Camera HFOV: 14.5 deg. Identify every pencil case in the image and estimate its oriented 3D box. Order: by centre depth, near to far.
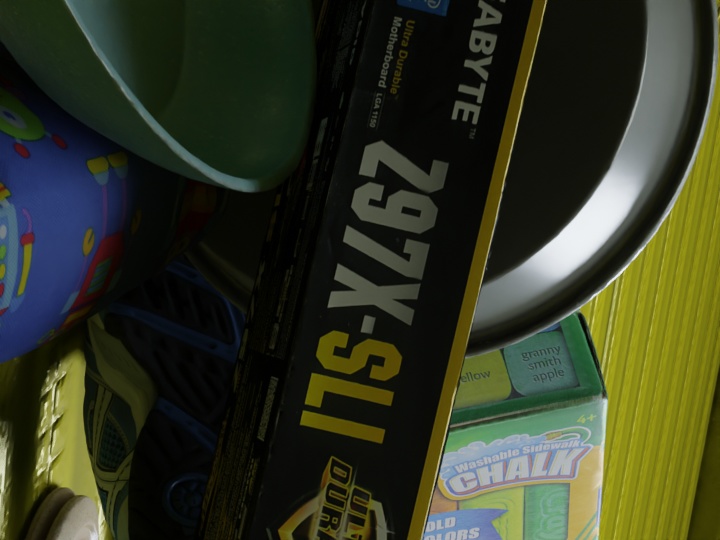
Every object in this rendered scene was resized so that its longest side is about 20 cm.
[{"bbox_3d":[-0.102,-0.021,0.732,0.078,0.087,0.200,-54,173,20],"label":"pencil case"}]

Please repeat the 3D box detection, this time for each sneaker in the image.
[{"bbox_3d":[-0.048,0.068,0.924,0.077,0.076,0.200,102,-20,-48],"label":"sneaker"}]

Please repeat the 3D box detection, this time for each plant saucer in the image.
[{"bbox_3d":[-0.070,-0.111,0.722,0.200,0.036,0.200,-18,90,-72],"label":"plant saucer"}]

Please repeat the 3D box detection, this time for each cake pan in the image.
[{"bbox_3d":[0.012,-0.071,0.893,0.037,0.200,0.201,18,86,-71],"label":"cake pan"}]

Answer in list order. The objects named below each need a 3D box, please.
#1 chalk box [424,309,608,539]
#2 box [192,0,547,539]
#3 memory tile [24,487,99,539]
[{"bbox_3d":[0.026,0.046,1.140,0.200,0.124,0.124,85,-8,-53],"label":"chalk box"},{"bbox_3d":[0.000,0.000,0.784,0.160,0.049,0.200,169,-66,-84],"label":"box"},{"bbox_3d":[-0.129,0.185,0.955,0.153,0.017,0.200,-43,144,-66],"label":"memory tile"}]
